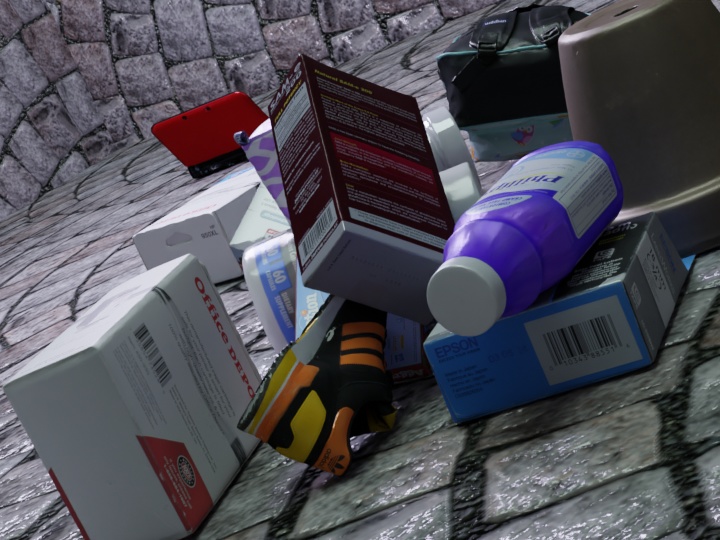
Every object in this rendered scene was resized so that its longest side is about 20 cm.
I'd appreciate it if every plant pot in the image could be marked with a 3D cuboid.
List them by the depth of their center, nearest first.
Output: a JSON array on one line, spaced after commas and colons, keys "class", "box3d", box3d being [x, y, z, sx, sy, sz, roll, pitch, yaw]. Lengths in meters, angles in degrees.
[{"class": "plant pot", "box3d": [0.235, -0.121, 1.329, 0.199, 0.175, 0.200, -23, 11, 5]}]

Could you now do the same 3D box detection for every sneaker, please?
[{"class": "sneaker", "box3d": [-0.008, 0.075, 1.213, 0.070, 0.090, 0.200, -58, -5, 34]}]

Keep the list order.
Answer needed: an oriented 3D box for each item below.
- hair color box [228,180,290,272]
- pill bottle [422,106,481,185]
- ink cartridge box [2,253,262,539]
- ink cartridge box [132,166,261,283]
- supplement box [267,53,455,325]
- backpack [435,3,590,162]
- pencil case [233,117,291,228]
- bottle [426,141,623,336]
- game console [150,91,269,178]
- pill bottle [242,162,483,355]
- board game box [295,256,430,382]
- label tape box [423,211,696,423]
[{"class": "hair color box", "box3d": [-0.032, -0.078, 1.640, 0.098, 0.061, 0.201, 18, 67, 21]}, {"class": "pill bottle", "box3d": [0.012, -0.078, 1.731, 0.199, 0.116, 0.116, -25, 12, -1]}, {"class": "ink cartridge box", "box3d": [-0.151, 0.094, 1.245, 0.082, 0.147, 0.200, -22, 11, 20]}, {"class": "ink cartridge box", "box3d": [-0.144, -0.056, 2.025, 0.144, 0.085, 0.200, -15, 14, 40]}, {"class": "supplement box", "box3d": [0.002, -0.062, 1.272, 0.061, 0.108, 0.201, -52, 33, 33]}, {"class": "backpack", "box3d": [0.176, -0.200, 1.824, 0.175, 0.154, 0.200, -11, 21, 11]}, {"class": "pencil case", "box3d": [-0.022, -0.055, 1.510, 0.084, 0.201, 0.085, -38, 11, -29]}, {"class": "bottle", "box3d": [0.102, -0.021, 1.116, 0.083, 0.066, 0.200, -13, 17, 33]}, {"class": "game console", "box3d": [-0.209, -0.239, 2.861, 0.199, 0.119, 0.172, -17, 14, 31]}, {"class": "pill bottle", "box3d": [0.015, -0.005, 1.416, 0.199, 0.114, 0.114, -24, 12, 7]}, {"class": "board game box", "box3d": [0.000, 0.000, 1.334, 0.102, 0.019, 0.201, -12, 54, 16]}, {"class": "label tape box", "box3d": [0.139, 0.018, 1.188, 0.143, 0.064, 0.200, -19, 14, 24]}]
